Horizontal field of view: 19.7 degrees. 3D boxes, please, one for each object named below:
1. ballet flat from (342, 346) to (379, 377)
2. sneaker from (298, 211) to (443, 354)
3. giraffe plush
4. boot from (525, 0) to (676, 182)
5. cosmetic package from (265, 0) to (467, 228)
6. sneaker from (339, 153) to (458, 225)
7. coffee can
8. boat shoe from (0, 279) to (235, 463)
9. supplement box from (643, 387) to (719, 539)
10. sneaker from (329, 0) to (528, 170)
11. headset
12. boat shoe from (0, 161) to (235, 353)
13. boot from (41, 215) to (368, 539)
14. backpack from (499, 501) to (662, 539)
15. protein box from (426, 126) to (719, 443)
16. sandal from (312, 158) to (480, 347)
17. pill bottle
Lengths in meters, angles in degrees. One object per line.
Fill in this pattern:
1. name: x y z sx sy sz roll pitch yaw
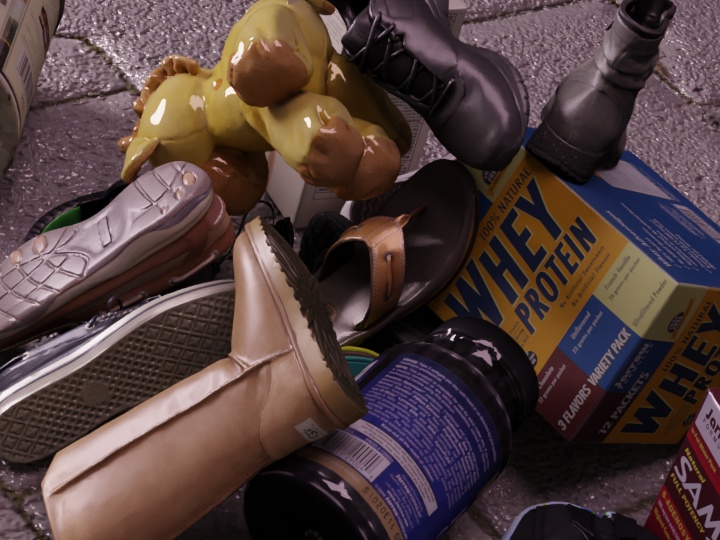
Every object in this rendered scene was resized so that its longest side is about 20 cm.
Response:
1. ballet flat: -0.067 0.089 1.386 0.200 0.067 0.067 -20 29 -39
2. sneaker: 0.025 0.035 1.497 0.091 0.076 0.200 -8 52 -41
3. giraffe plush: -0.084 -0.106 1.436 0.200 0.162 0.172 61 20 18
4. boot: 0.183 -0.139 1.455 0.068 0.131 0.200 32 18 2
5. cosmetic package: -0.001 -0.134 1.586 0.105 0.201 0.071 -4 40 -30
6. sneaker: 0.072 -0.056 1.599 0.199 0.085 0.073 -11 83 -16
7. coffee can: -0.307 -0.164 1.534 0.146 0.147 0.200 14 36 -7
8. boat shoe: -0.155 0.056 1.338 0.199 0.075 0.062 -27 33 -11
9. supplement box: 0.225 0.179 1.272 0.061 0.201 0.109 0 39 -23
10. sneaker: 0.036 -0.141 1.406 0.091 0.076 0.200 -1 44 -44
11. headset: -0.142 -0.003 1.481 0.199 0.094 0.124 -14 49 -16
12. boat shoe: -0.171 0.007 1.375 0.072 0.200 0.076 50 19 -39
13. boot: -0.109 0.077 1.270 0.066 0.200 0.175 48 14 -44
14. backpack: 0.122 0.232 1.225 0.162 0.154 0.201 14 57 -3
15. protein box: 0.171 0.010 1.477 0.199 0.135 0.200 44 22 31
16. sandal: 0.000 0.000 1.427 0.082 0.200 0.055 57 9 29
17. pill bottle: 0.026 0.116 1.319 0.112 0.112 0.200 33 48 19
